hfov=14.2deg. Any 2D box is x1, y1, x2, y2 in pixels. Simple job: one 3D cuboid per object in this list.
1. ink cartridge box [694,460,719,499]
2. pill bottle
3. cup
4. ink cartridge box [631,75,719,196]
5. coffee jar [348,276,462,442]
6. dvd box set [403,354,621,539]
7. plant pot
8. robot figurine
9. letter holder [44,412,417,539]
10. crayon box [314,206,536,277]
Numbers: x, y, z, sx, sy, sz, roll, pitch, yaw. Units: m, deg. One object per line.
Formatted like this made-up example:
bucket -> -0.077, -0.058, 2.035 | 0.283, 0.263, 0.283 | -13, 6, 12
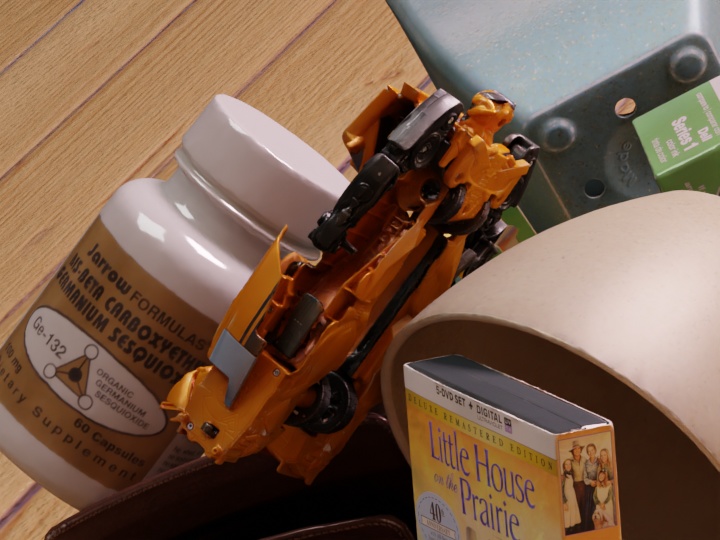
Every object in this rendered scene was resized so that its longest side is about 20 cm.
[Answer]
ink cartridge box -> 0.217, 0.070, 1.372 | 0.200, 0.037, 0.095 | -25, 22, 20
pill bottle -> -0.094, 0.018, 1.430 | 0.200, 0.114, 0.114 | -53, 18, 10
cup -> 0.130, 0.047, 1.283 | 0.200, 0.200, 0.143 | -3, 39, 51
ink cartridge box -> 0.258, -0.048, 1.425 | 0.200, 0.145, 0.084 | -27, 21, 8
coffee jar -> 0.042, 0.056, 1.438 | 0.104, 0.085, 0.200 | -24, -22, 21
dvd box set -> 0.066, 0.145, 1.178 | 0.029, 0.200, 0.146 | -10, 14, -22
plant pot -> 0.146, -0.108, 1.671 | 0.196, 0.196, 0.200 | -28, 29, 7
robot figurine -> 0.000, 0.000, 1.280 | 0.058, 0.145, 0.200 | 37, 96, 25
letter holder -> -0.053, 0.167, 1.356 | 0.200, 0.142, 0.101 | -21, 22, 23
crayon box -> 0.013, 0.036, 1.590 | 0.200, 0.126, 0.052 | -28, 57, 7
